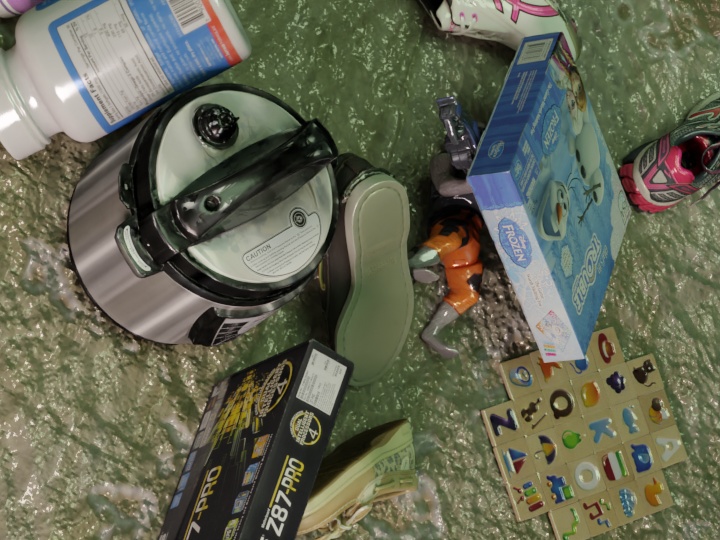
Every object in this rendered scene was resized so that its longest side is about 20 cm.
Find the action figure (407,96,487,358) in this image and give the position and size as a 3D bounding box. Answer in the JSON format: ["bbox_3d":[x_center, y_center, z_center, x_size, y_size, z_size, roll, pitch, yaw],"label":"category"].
[{"bbox_3d":[0.071,-0.057,1.837,0.200,0.104,0.194,57,43,-42],"label":"action figure"}]

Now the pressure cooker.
[{"bbox_3d":[-0.116,-0.045,1.663,0.178,0.200,0.177,21,63,-24],"label":"pressure cooker"}]

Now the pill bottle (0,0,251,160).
[{"bbox_3d":[-0.192,-0.167,1.664,0.199,0.112,0.113,-27,90,3],"label":"pill bottle"}]

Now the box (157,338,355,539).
[{"bbox_3d":[-0.087,0.162,1.641,0.049,0.161,0.201,29,64,-19],"label":"box"}]

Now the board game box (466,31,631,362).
[{"bbox_3d":[0.164,-0.063,1.851,0.200,0.043,0.201,65,32,-33],"label":"board game box"}]

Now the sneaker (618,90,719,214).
[{"bbox_3d":[0.330,-0.115,2.031,0.200,0.075,0.081,-35,94,-35],"label":"sneaker"}]

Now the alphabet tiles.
[{"bbox_3d":[0.198,0.144,1.913,0.199,0.006,0.168,-15,83,-34],"label":"alphabet tiles"}]

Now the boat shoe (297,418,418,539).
[{"bbox_3d":[-0.003,0.171,1.710,0.200,0.073,0.063,-28,98,-60],"label":"boat shoe"}]

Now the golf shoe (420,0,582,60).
[{"bbox_3d":[0.103,-0.232,1.934,0.199,0.073,0.092,36,66,-6],"label":"golf shoe"}]

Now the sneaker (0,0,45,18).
[{"bbox_3d":[-0.246,-0.307,1.708,0.072,0.114,0.202,-3,80,-61],"label":"sneaker"}]

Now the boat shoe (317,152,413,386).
[{"bbox_3d":[0.000,0.000,1.756,0.071,0.202,0.061,-18,40,-28],"label":"boat shoe"}]

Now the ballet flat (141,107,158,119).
[{"bbox_3d":[-0.184,-0.207,1.765,0.062,0.069,0.202,0,71,-2],"label":"ballet flat"}]
